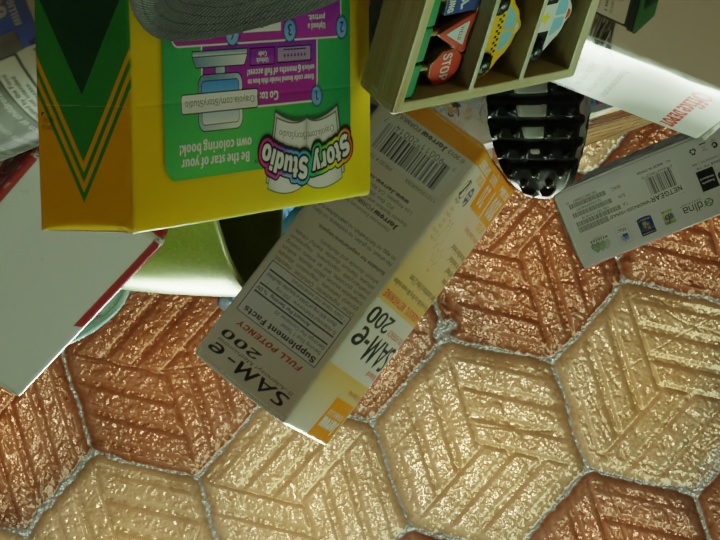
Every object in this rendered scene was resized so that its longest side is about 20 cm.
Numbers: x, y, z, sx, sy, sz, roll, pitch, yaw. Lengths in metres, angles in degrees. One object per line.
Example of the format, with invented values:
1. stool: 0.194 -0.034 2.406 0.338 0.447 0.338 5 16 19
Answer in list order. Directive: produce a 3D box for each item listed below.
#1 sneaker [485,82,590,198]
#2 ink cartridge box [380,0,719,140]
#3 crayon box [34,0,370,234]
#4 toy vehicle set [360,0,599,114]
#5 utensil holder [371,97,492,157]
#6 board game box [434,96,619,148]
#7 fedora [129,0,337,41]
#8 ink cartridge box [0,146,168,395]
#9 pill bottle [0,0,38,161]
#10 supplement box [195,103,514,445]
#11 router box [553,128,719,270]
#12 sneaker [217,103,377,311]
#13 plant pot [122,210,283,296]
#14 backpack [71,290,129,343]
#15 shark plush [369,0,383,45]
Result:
1. sneaker: 0.117 -0.145 1.631 0.066 0.200 0.090 3 -159 27
2. ink cartridge box: 0.119 -0.152 1.449 0.200 0.084 0.146 21 174 -2
3. crayon box: -0.069 -0.111 1.215 0.058 0.173 0.200 4 -172 31
4. toy vehicle set: 0.077 -0.172 1.253 0.124 0.027 0.200 -15 135 -39
5. utensil holder: -0.034 -0.087 1.829 0.200 0.170 0.170 -18 176 27
6. board game box: 0.117 -0.159 1.731 0.200 0.135 0.034 -17 176 -17
7. fedora: -0.023 -0.181 1.092 0.177 0.090 0.200 -18 168 -29
8. ink cartridge box: -0.148 -0.056 1.394 0.147 0.083 0.200 -44 -162 36
9. pill bottle: -0.204 -0.099 1.262 0.200 0.114 0.114 -20 176 21
10. supplement box: 0.000 0.000 1.592 0.200 0.073 0.126 -53 165 -1
11. router box: 0.227 -0.069 1.600 0.200 0.049 0.179 -22 -178 15
12. sneaker: -0.025 -0.027 1.723 0.200 0.078 0.066 -52 -167 39
13. plant pot: -0.167 -0.066 1.609 0.200 0.188 0.187 -6 179 12
14. backpack: -0.256 -0.014 1.799 0.200 0.178 0.151 -20 -177 -27
15. shark plush: 0.014 -0.161 1.605 0.091 0.083 0.200 -3 -175 -31
